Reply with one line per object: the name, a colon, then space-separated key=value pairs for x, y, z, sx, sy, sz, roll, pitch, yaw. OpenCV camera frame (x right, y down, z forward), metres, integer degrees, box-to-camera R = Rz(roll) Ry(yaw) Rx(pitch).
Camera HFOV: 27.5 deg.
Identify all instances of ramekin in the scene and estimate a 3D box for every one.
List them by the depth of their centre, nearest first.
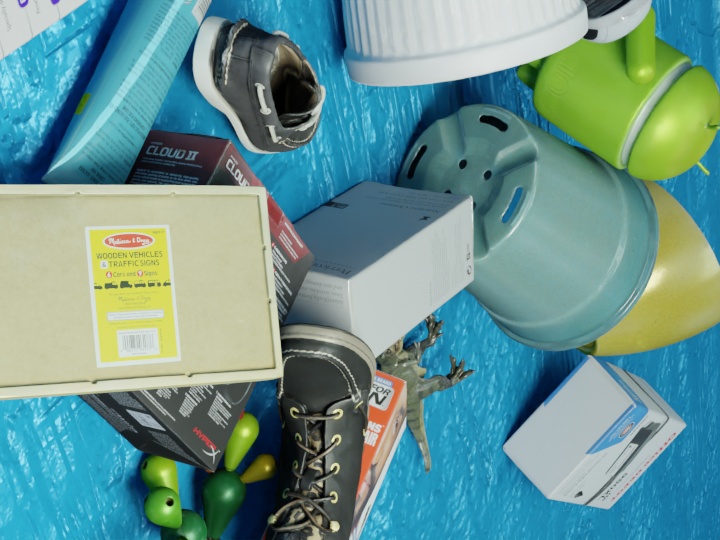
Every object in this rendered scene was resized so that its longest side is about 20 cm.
ramekin: x=0.076 y=-0.225 z=1.169 sx=0.200 sy=0.199 sz=0.106 roll=-37 pitch=120 yaw=-49

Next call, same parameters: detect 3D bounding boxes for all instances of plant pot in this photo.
plant pot: x=0.144 y=-0.048 z=1.351 sx=0.196 sy=0.199 sz=0.202 roll=27 pitch=75 yaw=-51
plant pot: x=0.282 y=0.013 z=1.621 sx=0.141 sy=0.200 sz=0.201 roll=-32 pitch=132 yaw=-15

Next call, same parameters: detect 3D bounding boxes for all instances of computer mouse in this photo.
computer mouse: x=0.194 y=-0.233 z=1.273 sx=0.109 sy=0.200 sz=0.044 roll=-34 pitch=119 yaw=0

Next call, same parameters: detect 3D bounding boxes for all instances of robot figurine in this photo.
robot figurine: x=0.236 y=-0.159 z=1.326 sx=0.116 sy=0.199 sz=0.176 roll=-47 pitch=159 yaw=-15

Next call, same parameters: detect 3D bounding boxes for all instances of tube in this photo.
tube: x=-0.145 y=-0.131 z=0.964 sx=0.077 sy=0.050 sz=0.202 roll=44 pitch=65 yaw=-56

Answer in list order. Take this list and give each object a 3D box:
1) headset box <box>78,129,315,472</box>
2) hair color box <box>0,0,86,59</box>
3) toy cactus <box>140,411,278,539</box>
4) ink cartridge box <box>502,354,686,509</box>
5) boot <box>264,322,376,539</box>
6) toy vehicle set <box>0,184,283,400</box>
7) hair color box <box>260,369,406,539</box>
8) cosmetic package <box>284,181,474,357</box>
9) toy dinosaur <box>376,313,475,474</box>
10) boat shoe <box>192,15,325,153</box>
headset box: x=-0.119 y=0.012 z=1.019 sx=0.149 sy=0.077 sz=0.201 roll=54 pitch=52 yaw=-51
hair color box: x=-0.199 y=-0.197 z=0.833 sx=0.200 sy=0.064 sz=0.110 roll=-49 pitch=139 yaw=-44
toy cactus: x=-0.114 y=0.201 z=1.085 sx=0.166 sy=0.101 sz=0.201 roll=74 pitch=28 yaw=-53
ink cartridge box: x=0.269 y=0.187 z=1.669 sx=0.145 sy=0.084 sz=0.200 roll=-49 pitch=151 yaw=11
boot: x=-0.034 y=0.139 z=1.062 sx=0.201 sy=0.072 sz=0.152 roll=89 pitch=9 yaw=-62
toy vehicle set: x=-0.144 y=0.011 z=0.906 sx=0.198 sy=0.026 sz=0.126 roll=-1 pitch=83 yaw=-32
hair color box: x=-0.025 y=0.187 z=1.214 sx=0.111 sy=0.063 sz=0.201 roll=86 pitch=25 yaw=-65
cosmetic package: x=0.000 y=0.000 z=1.185 sx=0.200 sy=0.112 sz=0.082 roll=-34 pitch=127 yaw=-53
toy dinosaur: x=0.058 y=0.098 z=1.378 sx=0.088 sy=0.047 sz=0.201 roll=-46 pitch=138 yaw=-23
boat shoe: x=-0.058 y=-0.129 z=1.069 sx=0.200 sy=0.060 sz=0.075 roll=46 pitch=58 yaw=-69
